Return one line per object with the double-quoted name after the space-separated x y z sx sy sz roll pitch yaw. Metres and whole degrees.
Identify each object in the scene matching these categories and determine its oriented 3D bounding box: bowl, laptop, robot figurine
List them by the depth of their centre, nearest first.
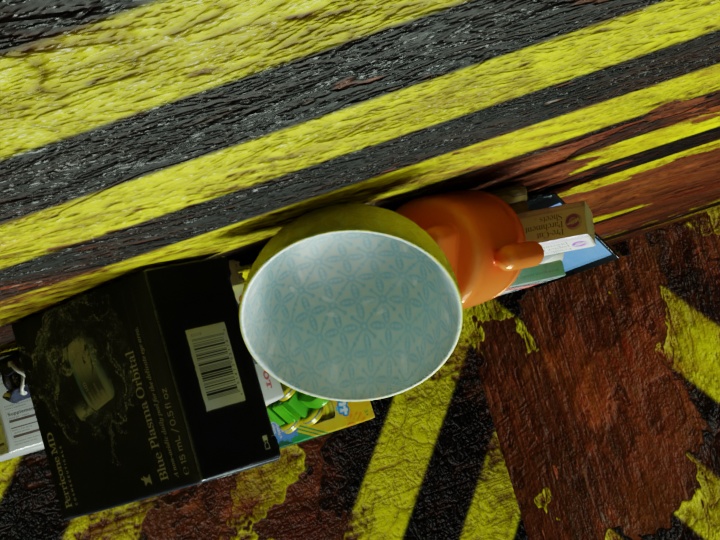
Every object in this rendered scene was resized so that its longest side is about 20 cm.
-0.007 0.009 1.415 0.198 0.201 0.108 -18 -143 16 "bowl"
0.090 -0.020 1.553 0.143 0.117 0.199 -36 169 27 "robot figurine"
0.174 -0.024 1.923 0.198 0.105 0.177 -15 175 -33 "laptop"

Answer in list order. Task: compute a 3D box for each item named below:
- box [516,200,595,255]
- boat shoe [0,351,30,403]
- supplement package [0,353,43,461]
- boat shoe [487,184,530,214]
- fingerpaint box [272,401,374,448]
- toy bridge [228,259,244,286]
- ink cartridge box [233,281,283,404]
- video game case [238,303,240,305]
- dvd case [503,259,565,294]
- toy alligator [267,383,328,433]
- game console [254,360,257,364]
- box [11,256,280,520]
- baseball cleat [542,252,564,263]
0.145 -0.031 1.660 0.198 0.042 0.039 -10 159 20 "box"
-0.335 0.107 1.705 0.092 0.075 0.200 -23 179 -24 "boat shoe"
-0.376 0.152 1.891 0.198 0.112 0.155 -13 174 -39 "supplement package"
0.104 -0.034 1.744 0.199 0.068 0.072 -21 175 38 "boat shoe"
-0.092 0.125 2.091 0.165 0.203 0.073 -15 175 -21 "fingerpaint box"
-0.175 0.023 1.617 0.067 0.028 0.199 -16 176 -39 "toy bridge"
-0.197 0.104 1.784 0.083 0.147 0.199 -22 174 41 "ink cartridge box"
-0.104 0.035 1.641 0.199 0.023 0.182 -39 179 -9 "video game case"
0.110 0.027 1.750 0.145 0.022 0.199 -11 174 -35 "dvd case"
-0.100 0.158 1.893 0.199 0.059 0.055 -24 -149 44 "toy alligator"
-0.023 0.071 1.596 0.198 0.031 0.176 -5 168 -35 "game console"
-0.204 0.113 1.492 0.199 0.199 0.117 -20 174 38 "box"
0.131 -0.031 1.812 0.197 0.071 0.107 -9 153 11 "baseball cleat"
